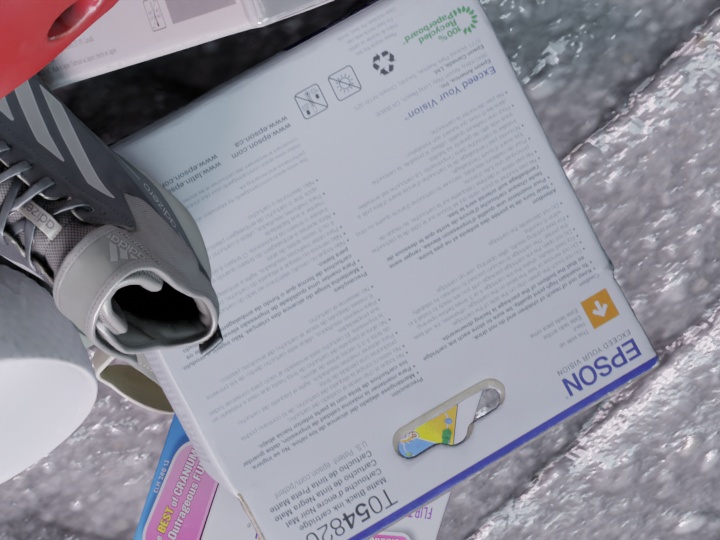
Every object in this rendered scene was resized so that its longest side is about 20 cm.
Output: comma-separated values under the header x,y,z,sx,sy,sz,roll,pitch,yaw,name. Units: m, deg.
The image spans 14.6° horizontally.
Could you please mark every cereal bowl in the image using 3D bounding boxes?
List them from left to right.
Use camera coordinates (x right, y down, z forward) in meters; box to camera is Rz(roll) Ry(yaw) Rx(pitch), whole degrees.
x,y,z,sx,sy,sz,roll,pitch,yaw,name
-0.216,0.049,1.180,0.200,0.083,0.200,-23,163,-7,cereal bowl

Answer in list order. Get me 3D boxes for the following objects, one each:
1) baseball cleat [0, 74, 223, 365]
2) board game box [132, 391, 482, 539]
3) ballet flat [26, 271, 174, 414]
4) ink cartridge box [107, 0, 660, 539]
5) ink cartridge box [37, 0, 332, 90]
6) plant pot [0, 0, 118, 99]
x,y,z,sx,sy,sz,roll,pitch,yaw,name
-0.127,-0.033,1.074,0.200,0.106,0.070,31,104,-30,baseball cleat
-0.013,0.063,1.278,0.153,0.040,0.200,24,82,-45,board game box
-0.106,0.024,1.255,0.064,0.067,0.200,-31,139,19,ballet flat
0.000,0.000,1.203,0.199,0.041,0.200,-29,98,-13,ink cartridge box
-0.019,-0.123,1.077,0.176,0.200,0.045,-23,98,-29,ink cartridge box
-0.126,-0.184,0.944,0.182,0.200,0.200,-41,138,-2,plant pot
